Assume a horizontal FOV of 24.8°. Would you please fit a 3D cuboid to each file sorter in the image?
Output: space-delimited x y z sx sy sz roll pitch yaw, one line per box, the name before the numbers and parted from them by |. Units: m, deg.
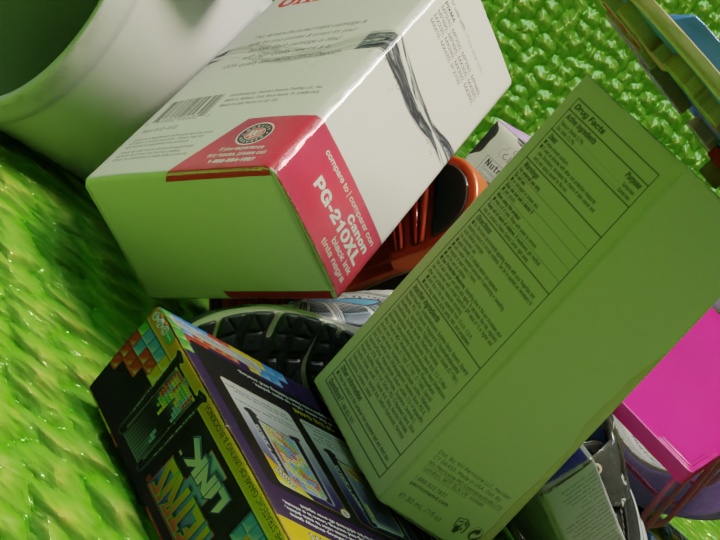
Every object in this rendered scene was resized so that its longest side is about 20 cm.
file sorter | 0.201 0.109 1.200 0.139 0.126 0.199 46 33 19

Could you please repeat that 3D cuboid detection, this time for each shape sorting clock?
shape sorting clock | 0.168 -0.054 0.727 0.200 0.039 0.200 46 9 -9

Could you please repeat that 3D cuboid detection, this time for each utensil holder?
utensil holder | -0.135 -0.128 1.010 0.200 0.170 0.170 34 12 -45

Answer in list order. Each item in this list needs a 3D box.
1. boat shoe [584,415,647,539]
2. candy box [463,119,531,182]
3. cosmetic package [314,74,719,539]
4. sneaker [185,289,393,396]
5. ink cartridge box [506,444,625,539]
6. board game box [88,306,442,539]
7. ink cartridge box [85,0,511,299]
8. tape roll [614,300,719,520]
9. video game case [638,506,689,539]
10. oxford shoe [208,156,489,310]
boat shoe | 0.138 0.124 1.049 0.057 0.068 0.202 55 24 -67
candy box | 0.074 0.000 1.139 0.071 0.200 0.168 43 10 14
cosmetic package | 0.079 0.021 0.761 0.073 0.200 0.104 36 12 -34
sneaker | -0.016 0.048 0.867 0.198 0.079 0.086 2 15 -24
ink cartridge box | 0.101 0.120 0.976 0.197 0.043 0.201 54 -7 48
board game box | -0.013 0.119 0.740 0.199 0.057 0.166 33 15 -42
ink cartridge box | -0.029 -0.077 0.896 0.144 0.200 0.085 -1 -53 41
tape roll | 0.273 0.100 1.336 0.200 0.200 0.066 46 12 27
video game case | 0.216 0.208 1.305 0.182 0.022 0.200 41 9 -1
oxford shoe | 0.000 0.000 0.948 0.072 0.198 0.072 30 50 -49
